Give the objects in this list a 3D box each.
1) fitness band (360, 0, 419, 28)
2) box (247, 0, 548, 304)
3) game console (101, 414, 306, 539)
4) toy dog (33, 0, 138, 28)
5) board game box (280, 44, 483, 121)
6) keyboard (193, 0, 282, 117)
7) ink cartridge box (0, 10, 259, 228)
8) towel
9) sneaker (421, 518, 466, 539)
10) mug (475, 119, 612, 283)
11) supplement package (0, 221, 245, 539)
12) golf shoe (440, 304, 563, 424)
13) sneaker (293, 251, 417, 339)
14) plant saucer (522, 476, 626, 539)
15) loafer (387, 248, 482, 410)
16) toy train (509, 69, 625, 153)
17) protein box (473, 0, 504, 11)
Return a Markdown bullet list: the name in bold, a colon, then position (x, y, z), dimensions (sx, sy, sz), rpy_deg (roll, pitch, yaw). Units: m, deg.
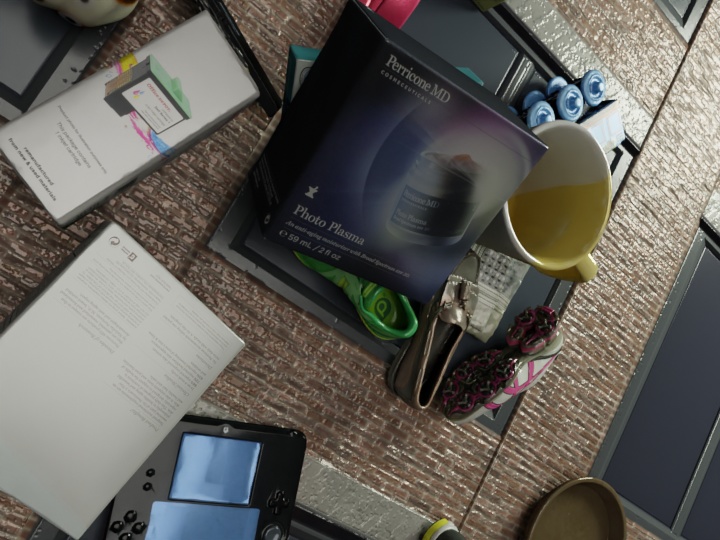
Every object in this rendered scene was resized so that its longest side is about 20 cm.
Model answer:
- **fitness band**: position (0.042, -0.312, 0.662), dimensions (0.037, 0.143, 0.202), rpy_deg (32, 79, -25)
- **box**: position (0.029, -0.102, 0.587), dimensions (0.198, 0.124, 0.199), rpy_deg (21, 116, -31)
- **game console**: position (-0.163, 0.249, 0.661), dimensions (0.197, 0.031, 0.180), rpy_deg (15, 87, -27)
- **toy dog**: position (-0.260, -0.315, 0.536), dimensions (0.193, 0.138, 0.203), rpy_deg (-29, 107, -59)
- **board game box**: position (0.014, -0.144, 0.660), dimensions (0.197, 0.047, 0.153), rpy_deg (1, 125, -18)
- **keyboard**: position (-0.137, -0.239, 0.598), dimensions (0.020, 0.127, 0.201), rpy_deg (-30, 107, 7)
- **ink cartridge box**: position (-0.204, -0.128, 0.552), dimensions (0.199, 0.144, 0.085), rpy_deg (-39, 107, -18)
- **towel**: position (0.141, -0.035, 0.789), dimensions (0.199, 0.034, 0.194), rpy_deg (34, 78, -25)
- **sneaker**: position (0.131, 0.422, 0.786), dimensions (0.074, 0.084, 0.203), rpy_deg (-24, 103, -22)
- **mug**: position (0.175, -0.066, 0.704), dimensions (0.147, 0.153, 0.190), rpy_deg (-15, 103, -24)
- **supplement package**: position (-0.237, 0.081, 0.547), dimensions (0.152, 0.150, 0.201), rpy_deg (46, 74, -21)
- **golf shoe**: position (0.190, 0.138, 0.802), dimensions (0.199, 0.072, 0.093), rpy_deg (-36, 126, -15)
- **sneaker**: position (0.000, 0.000, 0.695), dimensions (0.200, 0.083, 0.074), rpy_deg (47, 75, -20)
- **plant saucer**: position (0.307, 0.397, 0.902), dimensions (0.197, 0.029, 0.204), rpy_deg (-2, 94, -25)
- **loafer**: position (0.100, 0.071, 0.739), dimensions (0.071, 0.063, 0.202), rpy_deg (21, 98, -30)
- **toy train**: position (0.256, -0.180, 0.806), dimensions (0.199, 0.086, 0.116), rpy_deg (-33, 112, -25)
- **protein box**: position (0.204, -0.443, 0.701), dimensions (0.134, 0.199, 0.200), rpy_deg (38, 77, -22)
